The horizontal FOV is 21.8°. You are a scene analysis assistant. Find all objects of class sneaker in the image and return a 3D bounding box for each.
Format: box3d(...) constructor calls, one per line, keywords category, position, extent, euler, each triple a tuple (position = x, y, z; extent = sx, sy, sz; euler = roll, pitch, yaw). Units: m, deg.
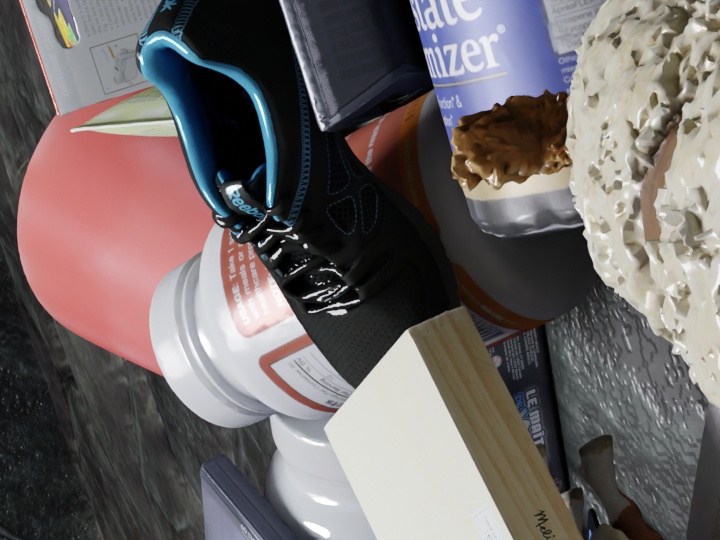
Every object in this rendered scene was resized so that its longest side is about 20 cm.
box3d(category="sneaker", position=(-0.028, -0.023, 0.722), extent=(0.073, 0.082, 0.201), euler=(-19, 110, 30))

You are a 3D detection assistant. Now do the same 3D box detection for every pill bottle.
box3d(category="pill bottle", position=(0.000, 0.000, 0.844), extent=(0.199, 0.112, 0.113), euler=(-26, 82, 37))
box3d(category="pill bottle", position=(0.067, -0.122, 0.660), extent=(0.112, 0.111, 0.201), euler=(7, 116, 70))
box3d(category="pill bottle", position=(0.011, 0.139, 0.977), extent=(0.116, 0.116, 0.201), euler=(47, 151, 51))

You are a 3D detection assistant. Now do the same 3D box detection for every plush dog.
box3d(category="plush dog", position=(0.111, -0.022, 0.477), extent=(0.172, 0.159, 0.202), euler=(-106, 15, -73))

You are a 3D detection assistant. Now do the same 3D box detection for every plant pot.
box3d(category="plant pot", position=(-0.079, -0.016, 1.110), extent=(0.177, 0.200, 0.202), euler=(33, 140, 48))

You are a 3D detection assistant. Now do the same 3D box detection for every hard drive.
box3d(category="hard drive", position=(0.014, -0.137, 0.742), extent=(0.200, 0.042, 0.136), euler=(-40, -65, -65))

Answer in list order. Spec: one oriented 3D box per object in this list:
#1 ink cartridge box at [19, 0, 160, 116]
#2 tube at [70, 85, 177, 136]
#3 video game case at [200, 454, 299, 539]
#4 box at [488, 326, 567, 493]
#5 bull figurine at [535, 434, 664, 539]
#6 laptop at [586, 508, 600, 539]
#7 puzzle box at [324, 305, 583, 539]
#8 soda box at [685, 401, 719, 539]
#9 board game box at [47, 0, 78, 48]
box3d(category="ink cartridge box", position=(-0.071, -0.149, 0.895), extent=(0.050, 0.199, 0.110), euler=(-5, 104, 71))
box3d(category="tube", position=(-0.026, -0.086, 0.826), extent=(0.052, 0.199, 0.058), euler=(52, 138, 21))
box3d(category="video game case", position=(-0.035, 0.207, 0.971), extent=(0.143, 0.019, 0.201), euler=(44, 149, 36))
box3d(category="box", position=(0.062, 0.058, 0.987), extent=(0.110, 0.035, 0.201), euler=(36, 142, 60))
box3d(category="bull figurine", position=(0.095, 0.132, 0.711), extent=(0.200, 0.065, 0.122), euler=(113, 138, -61))
box3d(category="laptop", position=(0.070, 0.246, 0.866), extent=(0.103, 0.199, 0.178), euler=(48, -165, -24))
box3d(category="puzzle box", position=(0.054, 0.124, 0.671), extent=(0.201, 0.025, 0.133), euler=(64, 158, 11))
box3d(category="soda box", position=(0.163, 0.106, 0.688), extent=(0.068, 0.063, 0.201), euler=(55, 157, 41))
box3d(category="board game box", position=(-0.104, -0.214, 0.986), extent=(0.201, 0.164, 0.057), euler=(64, 161, 18))
